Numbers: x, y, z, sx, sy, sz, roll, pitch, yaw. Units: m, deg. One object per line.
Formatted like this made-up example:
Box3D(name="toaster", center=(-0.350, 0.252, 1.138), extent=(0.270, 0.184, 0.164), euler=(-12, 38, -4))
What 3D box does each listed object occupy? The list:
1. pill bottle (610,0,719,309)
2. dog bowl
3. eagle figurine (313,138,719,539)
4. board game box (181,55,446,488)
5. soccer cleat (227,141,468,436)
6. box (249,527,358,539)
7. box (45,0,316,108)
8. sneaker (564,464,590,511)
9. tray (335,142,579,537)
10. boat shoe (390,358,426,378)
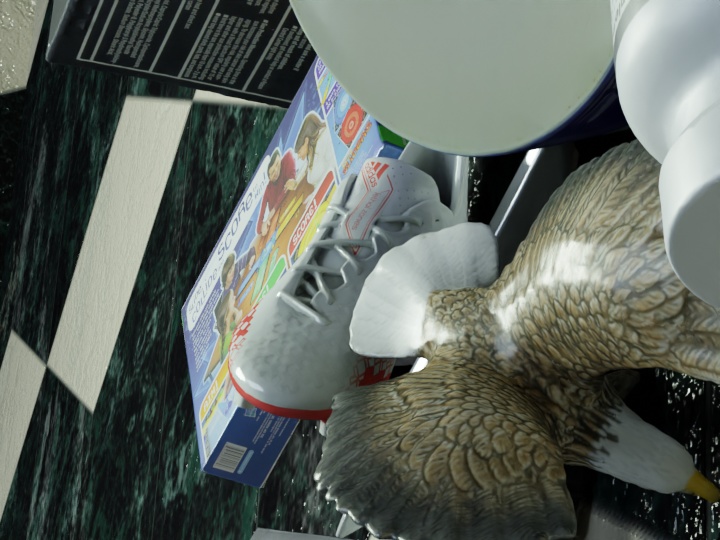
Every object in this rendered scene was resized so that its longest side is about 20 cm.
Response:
Box3D(name="pill bottle", center=(0.131, -0.092, 0.706), extent=(0.116, 0.115, 0.201), euler=(121, 153, -54))
Box3D(name="dog bowl", center=(0.057, -0.146, 0.893), extent=(0.199, 0.078, 0.202), euler=(15, 112, 42))
Box3D(name="eagle figurine", center=(0.063, 0.039, 0.824), extent=(0.200, 0.150, 0.153), euler=(70, -160, -74))
Box3D(name="board game box", center=(-0.028, -0.013, 1.148), extent=(0.201, 0.034, 0.136), euler=(-60, 24, 28))
Box3D(name="soccer cleat", center=(0.000, 0.000, 0.971), extent=(0.200, 0.068, 0.086), euler=(-42, -32, -61))
Box3D(name="box", center=(0.039, 0.151, 0.799), extent=(0.049, 0.161, 0.200), euler=(-59, 10, -12))
Box3D(name="box", center=(-0.055, -0.191, 1.299), extent=(0.200, 0.197, 0.124), euler=(129, 150, -61))
Box3D(name="sneaker", center=(0.039, 0.107, 0.992), extent=(0.115, 0.075, 0.202), euler=(-177, 94, -73))
Box3D(name="tray", center=(0.047, 0.020, 1.023), extent=(0.201, 0.022, 0.107), euler=(-63, 1, 16))
Box3D(name="boat shoe", center=(0.003, 0.047, 1.172), extent=(0.200, 0.074, 0.074), euler=(129, 148, -63))
